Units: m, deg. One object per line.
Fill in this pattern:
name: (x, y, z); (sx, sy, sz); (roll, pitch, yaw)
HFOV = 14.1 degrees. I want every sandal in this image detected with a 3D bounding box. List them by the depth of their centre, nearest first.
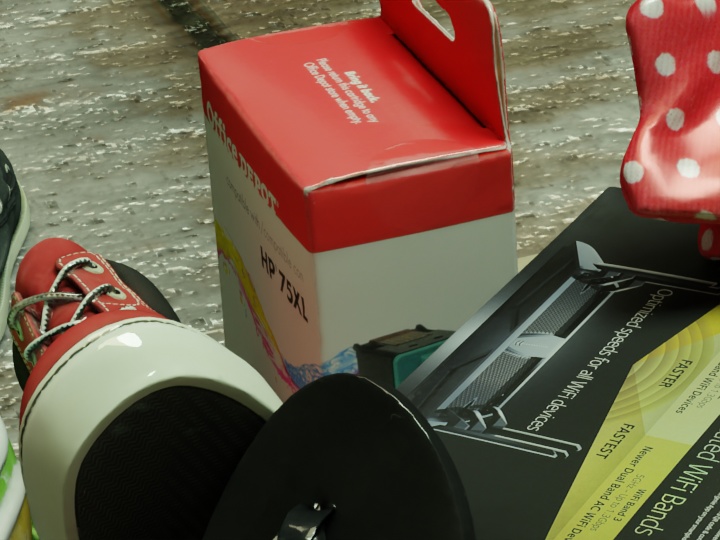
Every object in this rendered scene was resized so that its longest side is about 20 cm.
sandal: (-0.033, 0.118, 0.695); (0.075, 0.201, 0.045); (23, -7, 30)

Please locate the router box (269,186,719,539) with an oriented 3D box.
router box: (0.094, 0.052, 0.782); (0.157, 0.052, 0.200); (12, 32, 29)

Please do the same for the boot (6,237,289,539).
boot: (-0.071, 0.031, 0.803); (0.072, 0.200, 0.144); (-37, 64, -3)

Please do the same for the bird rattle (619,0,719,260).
bird rattle: (0.168, -0.026, 0.762); (0.199, 0.113, 0.163); (-5, 45, 5)

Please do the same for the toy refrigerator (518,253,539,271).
toy refrigerator: (0.123, 0.026, 0.980); (0.199, 0.070, 0.076); (-12, 20, -17)

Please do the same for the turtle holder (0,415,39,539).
turtle holder: (-0.153, 0.089, 0.840); (0.141, 0.186, 0.132); (-41, 31, -1)

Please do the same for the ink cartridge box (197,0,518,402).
ink cartridge box: (0.000, 0.000, 0.897); (0.067, 0.201, 0.116); (-12, 27, -15)

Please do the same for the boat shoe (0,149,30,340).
boat shoe: (-0.171, -0.034, 1.142); (0.074, 0.066, 0.200); (-5, 26, -1)
